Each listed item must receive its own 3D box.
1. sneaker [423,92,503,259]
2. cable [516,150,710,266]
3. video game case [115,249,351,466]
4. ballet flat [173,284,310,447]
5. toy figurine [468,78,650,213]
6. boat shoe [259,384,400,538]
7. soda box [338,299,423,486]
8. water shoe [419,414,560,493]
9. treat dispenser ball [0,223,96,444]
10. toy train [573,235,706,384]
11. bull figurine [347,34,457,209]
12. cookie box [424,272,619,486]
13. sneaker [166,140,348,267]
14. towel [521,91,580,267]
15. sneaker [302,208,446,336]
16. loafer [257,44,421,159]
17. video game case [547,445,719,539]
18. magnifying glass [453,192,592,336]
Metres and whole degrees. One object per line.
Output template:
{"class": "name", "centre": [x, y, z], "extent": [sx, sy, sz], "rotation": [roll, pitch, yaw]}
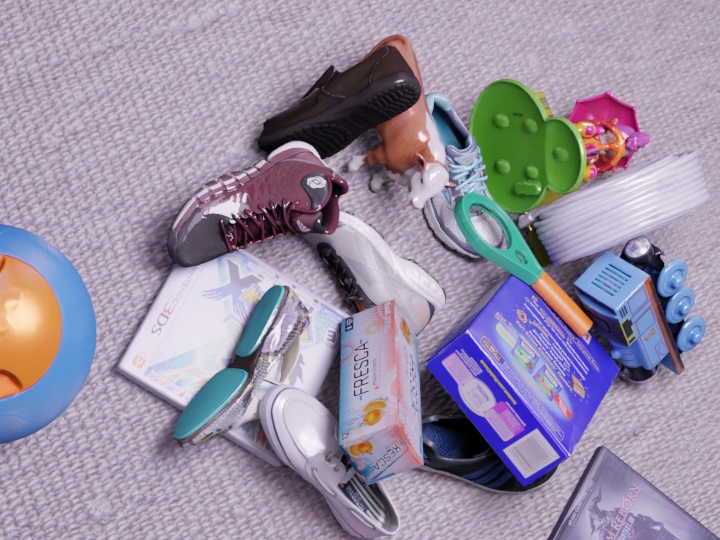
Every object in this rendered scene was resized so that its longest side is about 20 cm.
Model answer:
{"class": "sneaker", "centre": [0.105, -0.107, 1.555], "extent": [0.077, 0.086, 0.201], "rotation": [-28, 87, -26]}
{"class": "cable", "centre": [0.291, -0.070, 1.539], "extent": [0.198, 0.200, 0.070], "rotation": [-23, 91, -17]}
{"class": "video game case", "centre": [-0.128, 0.077, 1.448], "extent": [0.199, 0.022, 0.184], "rotation": [32, 67, -11]}
{"class": "ballet flat", "centre": [-0.110, 0.109, 1.402], "extent": [0.072, 0.072, 0.201], "rotation": [37, 67, -9]}
{"class": "toy figurine", "centre": [0.253, -0.150, 1.566], "extent": [0.182, 0.199, 0.152], "rotation": [-12, 106, -30]}
{"class": "boat shoe", "centre": [-0.022, 0.192, 1.402], "extent": [0.200, 0.066, 0.074], "rotation": [52, 57, -25]}
{"class": "soda box", "centre": [0.020, 0.121, 1.405], "extent": [0.201, 0.068, 0.064], "rotation": [-89, 153, -55]}
{"class": "water shoe", "centre": [0.138, 0.198, 1.490], "extent": [0.198, 0.079, 0.072], "rotation": [9, 73, -19]}
{"class": "treat dispenser ball", "centre": [-0.343, 0.058, 1.269], "extent": [0.199, 0.201, 0.203], "rotation": [6, 74, -20]}
{"class": "toy train", "centre": [0.316, 0.049, 1.553], "extent": [0.114, 0.087, 0.201], "rotation": [-42, 136, -10]}
{"class": "bull figurine", "centre": [0.038, -0.154, 1.516], "extent": [0.065, 0.121, 0.202], "rotation": [7, 68, -48]}
{"class": "cookie box", "centre": [0.180, 0.104, 1.489], "extent": [0.172, 0.075, 0.200], "rotation": [51, 35, -2]}
{"class": "sneaker", "centre": [-0.095, -0.055, 1.413], "extent": [0.199, 0.076, 0.115], "rotation": [-38, 48, -21]}
{"class": "towel", "centre": [0.213, -0.109, 1.639], "extent": [0.085, 0.018, 0.202], "rotation": [-17, 84, -19]}
{"class": "sneaker", "centre": [0.000, 0.000, 1.494], "extent": [0.199, 0.074, 0.080], "rotation": [37, 71, -9]}
{"class": "loafer", "centre": [-0.024, -0.179, 1.486], "extent": [0.073, 0.198, 0.072], "rotation": [34, 41, -53]}
{"class": "video game case", "centre": [0.315, 0.316, 1.563], "extent": [0.199, 0.019, 0.143], "rotation": [39, 66, -9]}
{"class": "magnifying glass", "centre": [0.178, -0.006, 1.506], "extent": [0.200, 0.022, 0.080], "rotation": [44, 35, -3]}
